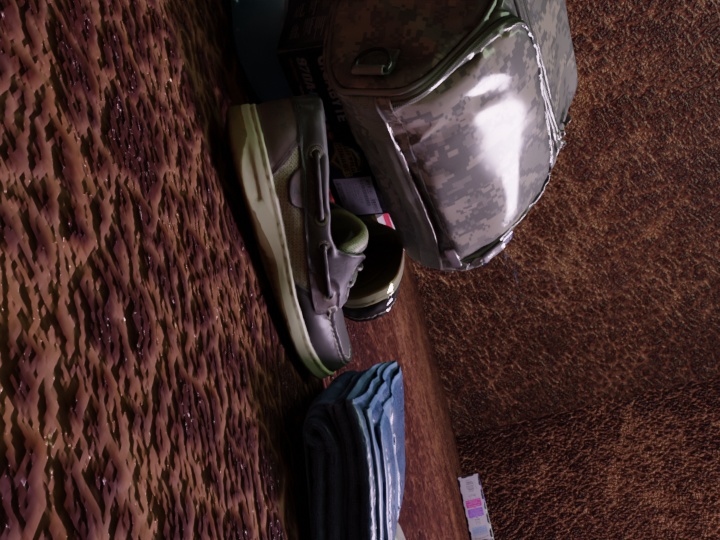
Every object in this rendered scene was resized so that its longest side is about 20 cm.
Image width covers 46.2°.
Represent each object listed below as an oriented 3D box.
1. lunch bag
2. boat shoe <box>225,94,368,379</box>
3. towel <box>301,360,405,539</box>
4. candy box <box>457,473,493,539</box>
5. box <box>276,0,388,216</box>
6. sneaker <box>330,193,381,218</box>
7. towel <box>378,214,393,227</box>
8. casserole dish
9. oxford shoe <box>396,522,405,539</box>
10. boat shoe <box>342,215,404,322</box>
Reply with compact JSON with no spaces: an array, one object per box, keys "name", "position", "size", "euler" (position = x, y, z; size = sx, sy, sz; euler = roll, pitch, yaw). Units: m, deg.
[{"name":"lunch bag","position":[0.058,-0.116,0.565],"size":[0.170,0.137,0.201],"euler":[-65,149,-24]},{"name":"boat shoe","position":[-0.026,-0.014,0.519],"size":[0.072,0.065,0.203],"euler":[-102,176,-52]},{"name":"towel","position":[0.003,0.123,0.537],"size":[0.200,0.047,0.114],"euler":[-4,90,-85]},{"name":"candy box","position":[0.367,0.765,2.673],"size":[0.168,0.070,0.204],"euler":[67,11,-63]},{"name":"box","position":[-0.005,-0.169,0.663],"size":[0.160,0.045,0.203],"euler":[69,23,-46]},{"name":"sneaker","position":[-0.013,-0.138,0.798],"size":[0.071,0.096,0.205],"euler":[-64,139,-78]},{"name":"towel","position":[0.073,-0.088,1.056],"size":[0.023,0.197,0.145],"euler":[58,-7,42]},{"name":"casserole dish","position":[-0.048,-0.168,0.665],"size":[0.201,0.038,0.124],"euler":[60,29,-59]},{"name":"oxford shoe","position":[0.054,0.291,0.674],"size":[0.075,0.057,0.204],"euler":[-37,113,-81]},{"name":"boat shoe","position":[0.000,0.000,0.674],"size":[0.201,0.072,0.066],"euler":[-107,-178,-69]}]
